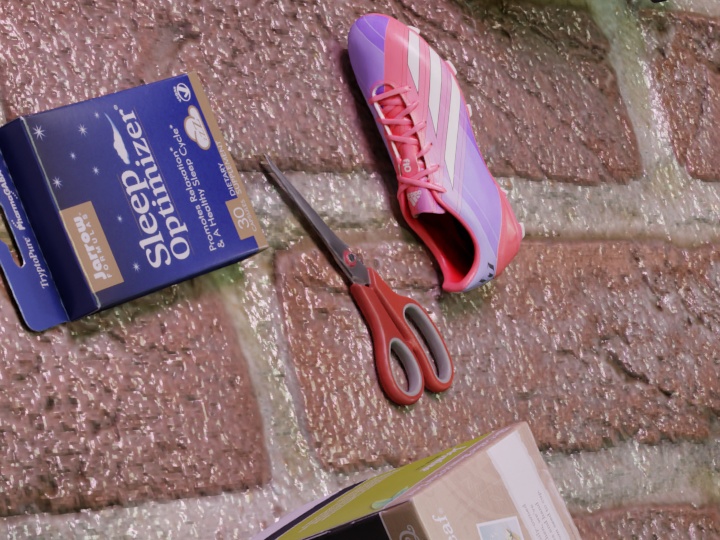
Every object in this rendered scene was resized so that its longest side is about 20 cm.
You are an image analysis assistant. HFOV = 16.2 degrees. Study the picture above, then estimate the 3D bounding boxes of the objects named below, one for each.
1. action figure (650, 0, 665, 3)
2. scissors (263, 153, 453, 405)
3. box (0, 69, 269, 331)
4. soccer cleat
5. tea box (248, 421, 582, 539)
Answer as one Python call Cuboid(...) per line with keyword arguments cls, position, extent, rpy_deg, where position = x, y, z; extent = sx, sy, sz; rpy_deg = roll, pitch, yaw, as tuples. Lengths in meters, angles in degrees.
Cuboid(cls="action figure", position=(0.247, -0.308, 2.080), extent=(0.130, 0.069, 0.200), rpy_deg=(40, 41, -20))
Cuboid(cls="scissors", position=(0.000, 0.000, 1.669), extent=(0.073, 0.014, 0.201), rpy_deg=(-37, 100, -49))
Cuboid(cls="box", position=(-0.144, -0.043, 1.504), extent=(0.200, 0.032, 0.122), rpy_deg=(-22, 89, -51))
Cuboid(cls="soccer cleat", position=(0.044, -0.080, 1.722), extent=(0.076, 0.067, 0.201), rpy_deg=(-40, 106, -46))
Cuboid(cls="tea box", position=(0.034, 0.222, 1.442), extent=(0.133, 0.196, 0.201), rpy_deg=(-27, 93, -52))
